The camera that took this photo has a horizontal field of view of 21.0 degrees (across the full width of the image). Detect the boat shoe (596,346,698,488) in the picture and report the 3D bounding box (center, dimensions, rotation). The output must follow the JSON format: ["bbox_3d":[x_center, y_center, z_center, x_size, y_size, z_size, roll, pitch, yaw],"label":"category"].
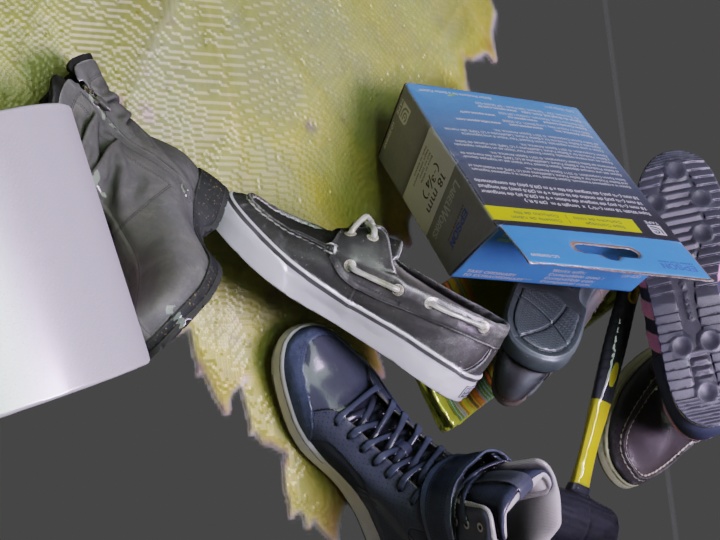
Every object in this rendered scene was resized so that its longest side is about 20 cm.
[{"bbox_3d":[0.241,0.079,1.400,0.200,0.065,0.073,-47,110,-34],"label":"boat shoe"}]

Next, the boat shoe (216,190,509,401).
[{"bbox_3d":[0.000,0.000,1.202,0.199,0.071,0.064,33,103,-8],"label":"boat shoe"}]

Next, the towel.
[{"bbox_3d":[0.105,0.027,1.339,0.199,0.018,0.087,-32,100,-38],"label":"towel"}]

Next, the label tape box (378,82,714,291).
[{"bbox_3d":[0.113,-0.035,1.249,0.143,0.064,0.201,5,35,-28],"label":"label tape box"}]

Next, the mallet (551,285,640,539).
[{"bbox_3d":[0.171,0.102,1.341,0.066,0.041,0.202,32,71,-28],"label":"mallet"}]

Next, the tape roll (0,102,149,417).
[{"bbox_3d":[-0.219,0.012,0.977,0.201,0.202,0.141,-18,91,-38],"label":"tape roll"}]

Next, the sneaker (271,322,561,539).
[{"bbox_3d":[0.039,0.110,1.190,0.077,0.146,0.203,-39,102,-35],"label":"sneaker"}]

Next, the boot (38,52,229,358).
[{"bbox_3d":[-0.143,-0.038,1.096,0.131,0.068,0.201,44,20,-21],"label":"boot"}]

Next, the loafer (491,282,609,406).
[{"bbox_3d":[0.131,0.016,1.323,0.071,0.063,0.200,30,40,5],"label":"loafer"}]

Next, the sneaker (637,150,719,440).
[{"bbox_3d":[0.221,0.020,1.346,0.069,0.082,0.202,-2,70,1],"label":"sneaker"}]
